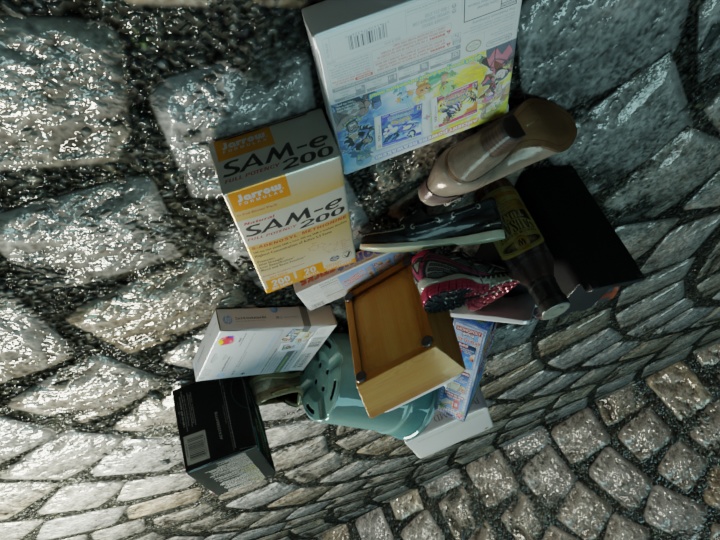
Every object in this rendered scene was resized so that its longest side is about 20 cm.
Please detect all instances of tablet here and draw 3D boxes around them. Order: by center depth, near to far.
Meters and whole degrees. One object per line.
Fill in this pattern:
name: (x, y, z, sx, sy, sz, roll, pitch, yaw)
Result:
tablet: (0.220, 0.044, 0.929, 0.127, 0.014, 0.200, 4, -165, 22)

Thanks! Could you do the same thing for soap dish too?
soap dish: (0.054, 0.086, 0.825, 0.155, 0.203, 0.081, -30, 132, 19)

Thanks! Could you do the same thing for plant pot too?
plant pot: (0.006, 0.198, 1.030, 0.193, 0.204, 0.201, 11, 138, -31)

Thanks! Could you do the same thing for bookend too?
bookend: (0.281, -0.010, 0.852, 0.090, 0.203, 0.200, -9, 148, -20)

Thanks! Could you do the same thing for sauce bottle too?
sauce bottle: (0.220, -0.031, 0.776, 0.065, 0.203, 0.067, -16, 149, -10)

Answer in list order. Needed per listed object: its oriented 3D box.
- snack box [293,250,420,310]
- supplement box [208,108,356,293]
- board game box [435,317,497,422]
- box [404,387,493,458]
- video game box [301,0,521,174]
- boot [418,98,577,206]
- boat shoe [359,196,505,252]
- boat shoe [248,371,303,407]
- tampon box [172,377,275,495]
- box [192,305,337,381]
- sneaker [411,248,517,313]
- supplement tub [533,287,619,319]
snack box: (0.000, 0.000, 0.857, 0.196, 0.025, 0.072, -24, 151, 3)
supplement box: (-0.078, -0.069, 0.646, 0.123, 0.075, 0.201, -19, 150, -6)
board game box: (0.200, 0.125, 1.015, 0.061, 0.201, 0.203, 19, 139, 19)
box: (0.175, 0.293, 1.295, 0.195, 0.174, 0.201, -24, 151, 4)
video game box: (0.056, -0.197, 0.558, 0.196, 0.047, 0.183, -20, 148, -4)
boot: (0.164, -0.139, 0.709, 0.197, 0.072, 0.146, -14, 165, -41)
boat shoe: (0.093, -0.063, 0.772, 0.195, 0.068, 0.074, -6, 178, 18)
boat shoe: (-0.127, 0.234, 1.107, 0.072, 0.066, 0.198, -40, 146, 29)
tampon box: (-0.245, 0.299, 1.048, 0.124, 0.152, 0.201, -17, 150, -9)
box: (-0.156, 0.118, 0.928, 0.196, 0.042, 0.157, -2, 144, -33)
sneaker: (0.154, 0.007, 0.805, 0.197, 0.076, 0.080, 3, 147, -44)
supplement tub: (0.370, 0.027, 1.064, 0.196, 0.109, 0.108, -15, 150, -12)
